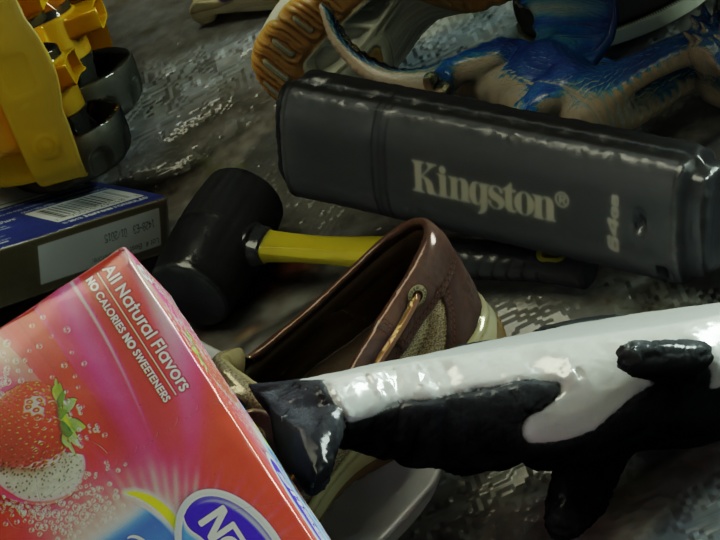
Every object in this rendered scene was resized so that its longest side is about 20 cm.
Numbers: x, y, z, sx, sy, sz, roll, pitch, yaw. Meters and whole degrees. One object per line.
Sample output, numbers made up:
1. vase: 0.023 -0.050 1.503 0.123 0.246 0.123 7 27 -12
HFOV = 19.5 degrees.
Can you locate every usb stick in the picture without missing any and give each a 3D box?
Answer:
1. usb stick: 0.050 -0.038 0.817 0.199 0.056 0.033 14 21 33

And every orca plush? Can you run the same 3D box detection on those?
1. orca plush: 0.066 0.058 0.698 0.199 0.072 0.105 -10 4 -33

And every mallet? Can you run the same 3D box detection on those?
1. mallet: 0.000 0.000 0.859 0.199 0.041 0.066 10 51 36

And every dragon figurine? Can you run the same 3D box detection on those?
1. dragon figurine: 0.079 -0.087 0.879 0.099 0.059 0.199 -44 44 -21

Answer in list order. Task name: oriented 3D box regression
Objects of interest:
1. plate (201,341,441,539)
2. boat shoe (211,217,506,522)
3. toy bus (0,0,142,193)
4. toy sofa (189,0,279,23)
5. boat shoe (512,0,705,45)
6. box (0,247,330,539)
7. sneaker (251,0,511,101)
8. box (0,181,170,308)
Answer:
1. plate: -0.089 0.118 0.784 0.199 0.032 0.200 21 60 46
2. boat shoe: -0.039 0.056 0.736 0.200 0.072 0.072 -37 38 -11
3. toy bus: -0.213 -0.101 0.986 0.191 0.137 0.200 -17 22 3
4. toy sofa: -0.091 -0.224 1.036 0.097 0.201 0.083 -1 46 24
5. boat shoe: 0.151 -0.164 0.918 0.200 0.061 0.072 -28 38 4
6. box: -0.053 0.106 0.638 0.099 0.096 0.201 -33 78 -3
7. sneaker: 0.029 -0.151 0.941 0.199 0.076 0.088 -30 24 34
8. box: -0.198 -0.022 0.973 0.199 0.033 0.121 14 25 42
